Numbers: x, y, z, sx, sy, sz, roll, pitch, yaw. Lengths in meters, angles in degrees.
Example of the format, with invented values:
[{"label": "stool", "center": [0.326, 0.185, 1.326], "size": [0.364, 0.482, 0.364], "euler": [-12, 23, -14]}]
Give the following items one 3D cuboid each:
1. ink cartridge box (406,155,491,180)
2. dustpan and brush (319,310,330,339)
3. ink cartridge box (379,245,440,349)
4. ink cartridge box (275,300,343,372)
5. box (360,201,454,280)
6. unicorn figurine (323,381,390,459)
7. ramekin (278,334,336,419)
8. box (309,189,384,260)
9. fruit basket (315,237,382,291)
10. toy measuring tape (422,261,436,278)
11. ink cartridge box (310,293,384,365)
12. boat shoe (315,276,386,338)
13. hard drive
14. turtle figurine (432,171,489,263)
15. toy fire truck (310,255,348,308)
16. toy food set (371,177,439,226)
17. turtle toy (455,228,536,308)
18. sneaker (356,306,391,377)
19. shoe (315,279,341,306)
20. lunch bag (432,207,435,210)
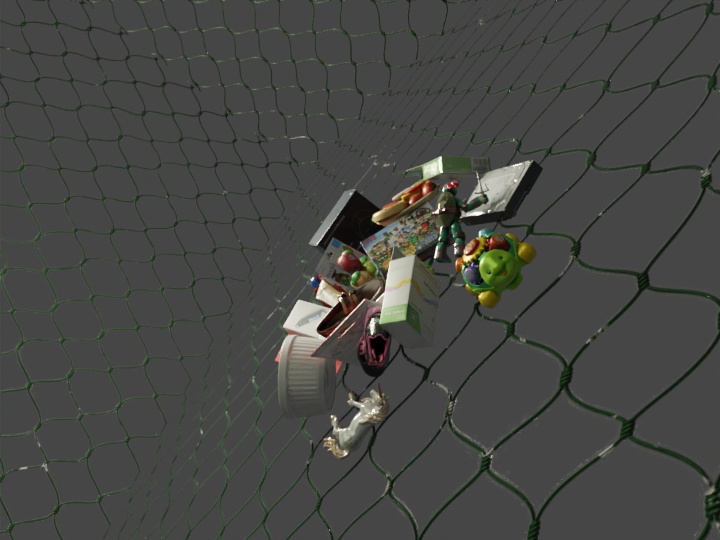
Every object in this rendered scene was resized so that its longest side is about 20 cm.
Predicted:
[{"label": "ink cartridge box", "center": [0.225, -0.258, 1.747], "size": [0.200, 0.145, 0.048], "euler": [169, 96, -67]}, {"label": "dustpan and brush", "center": [-0.022, 0.152, 1.698], "size": [0.199, 0.057, 0.140], "euler": [0, 54, 22]}, {"label": "ink cartridge box", "center": [0.110, 0.050, 1.413], "size": [0.067, 0.117, 0.201], "euler": [-13, 51, 33]}, {"label": "ink cartridge box", "center": [-0.119, 0.182, 1.785], "size": [0.199, 0.045, 0.177], "euler": [13, 62, 29]}, {"label": "box", "center": [0.116, -0.070, 1.630], "size": [0.199, 0.038, 0.137], "euler": [-31, 45, -3]}, {"label": "unicorn figurine", "center": [0.001, 0.306, 1.390], "size": [0.201, 0.074, 0.137], "euler": [-68, 26, 4]}, {"label": "ramekin", "center": [-0.122, 0.255, 1.605], "size": [0.200, 0.104, 0.201], "euler": [0, -90, -82]}, {"label": "box", "center": [-0.010, -0.100, 1.976], "size": [0.200, 0.196, 0.124], "euler": [-55, 17, -6]}, {"label": "fruit basket", "center": [0.000, 0.000, 1.667], "size": [0.094, 0.199, 0.185], "euler": [-53, 7, 31]}, {"label": "toy measuring tape", "center": [0.128, 0.026, 1.595], "size": [0.074, 0.073, 0.200], "euler": [-61, 8, -24]}, {"label": "ink cartridge box", "center": [0.002, 0.130, 1.515], "size": [0.200, 0.176, 0.045], "euler": [-46, 49, 24]}, {"label": "boat shoe", "center": [-0.023, 0.085, 1.551], "size": [0.200, 0.072, 0.072], "euler": [-40, 56, 11]}, {"label": "hard drive", "center": [0.313, -0.173, 1.521], "size": [0.140, 0.038, 0.200], "euler": [-58, 18, -11]}, {"label": "turtle figurine", "center": [0.212, -0.122, 1.512], "size": [0.150, 0.100, 0.201], "euler": [157, 120, -65]}, {"label": "toy fire truck", "center": [-0.044, 0.050, 1.822], "size": [0.200, 0.168, 0.112], "euler": [-36, 24, 46]}, {"label": "toy food set", "center": [0.118, -0.178, 1.756], "size": [0.199, 0.049, 0.198], "euler": [-32, 9, 4]}, {"label": "turtle toy", "center": [0.249, -0.012, 1.264], "size": [0.146, 0.101, 0.200], "euler": [-52, 17, 6]}, {"label": "sneaker", "center": [0.033, 0.172, 1.434], "size": [0.096, 0.078, 0.201], "euler": [-89, 2, -48]}, {"label": "shoe", "center": [-0.044, 0.089, 1.703], "size": [0.200, 0.070, 0.053], "euler": [33, 85, 44]}, {"label": "lunch bag", "center": [0.138, -0.097, 1.783], "size": [0.176, 0.082, 0.200], "euler": [-47, 16, 7]}]
